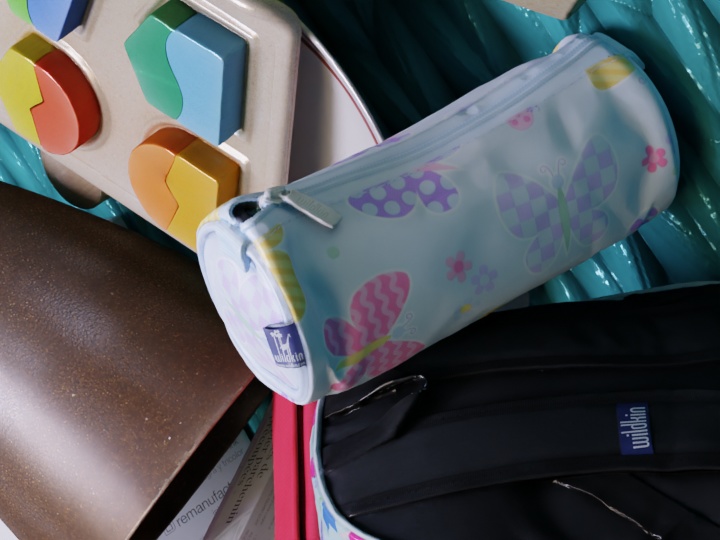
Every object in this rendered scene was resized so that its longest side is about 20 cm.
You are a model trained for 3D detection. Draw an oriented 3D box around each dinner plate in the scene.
[{"bbox_3d":[-0.030,-0.051,1.180,0.200,0.024,0.200,43,151,32],"label":"dinner plate"}]

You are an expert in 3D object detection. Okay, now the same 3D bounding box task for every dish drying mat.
[{"bbox_3d":[-0.030,0.114,1.223,0.077,0.018,0.200,109,163,-50],"label":"dish drying mat"}]

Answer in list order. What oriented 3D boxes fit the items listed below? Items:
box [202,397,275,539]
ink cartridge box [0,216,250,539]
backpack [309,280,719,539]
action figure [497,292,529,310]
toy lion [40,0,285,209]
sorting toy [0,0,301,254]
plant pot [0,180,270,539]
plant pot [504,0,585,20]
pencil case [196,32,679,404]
[{"bbox_3d":[-0.058,0.148,1.346,0.041,0.200,0.039,36,156,-25],"label":"box"},{"bbox_3d":[-0.174,0.097,1.511,0.200,0.147,0.146,60,150,-6],"label":"ink cartridge box"},{"bbox_3d":[0.080,0.096,1.058,0.178,0.200,0.151,-91,1,-53],"label":"backpack"},{"bbox_3d":[0.000,0.000,1.262,0.200,0.055,0.118,4,123,55],"label":"action figure"},{"bbox_3d":[-0.110,-0.122,1.310,0.192,0.069,0.200,-17,103,52],"label":"toy lion"},{"bbox_3d":[-0.109,-0.088,1.176,0.185,0.036,0.200,33,147,22],"label":"sorting toy"},{"bbox_3d":[-0.161,0.041,1.354,0.200,0.187,0.187,38,147,4],"label":"plant pot"},{"bbox_3d":[0.026,-0.188,0.951,0.200,0.187,0.187,40,148,2],"label":"plant pot"},{"bbox_3d":[0.032,-0.024,1.050,0.083,0.200,0.091,24,136,59],"label":"pencil case"}]
